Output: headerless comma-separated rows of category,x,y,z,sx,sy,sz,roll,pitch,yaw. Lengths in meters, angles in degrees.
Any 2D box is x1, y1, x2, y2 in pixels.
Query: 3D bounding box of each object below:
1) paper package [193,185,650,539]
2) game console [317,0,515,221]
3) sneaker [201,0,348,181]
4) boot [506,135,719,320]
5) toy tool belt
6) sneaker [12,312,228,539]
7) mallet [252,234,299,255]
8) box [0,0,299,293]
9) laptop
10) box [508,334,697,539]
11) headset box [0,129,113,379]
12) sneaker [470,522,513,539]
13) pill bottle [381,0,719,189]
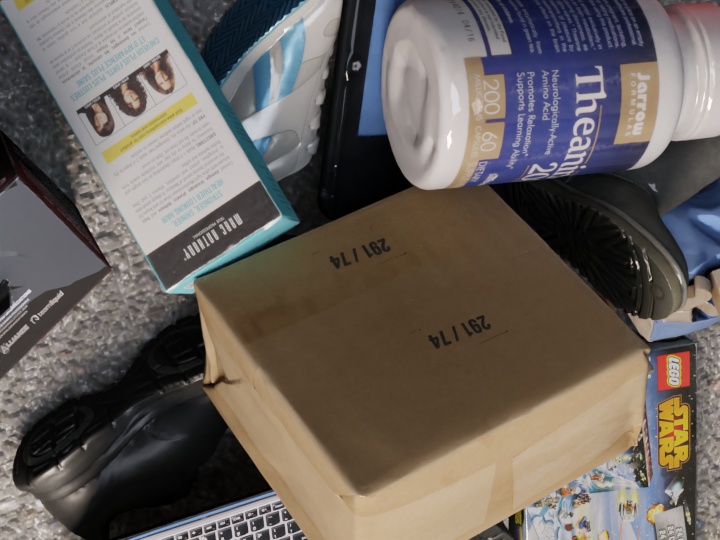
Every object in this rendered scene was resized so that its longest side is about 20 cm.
paper package,0.031,0.056,0.887,0.199,0.191,0.104,-25,143,-22
game console,0.059,-0.131,0.967,0.176,0.031,0.201,-7,114,-38
sneaker,-0.056,-0.114,0.956,0.081,0.077,0.200,33,98,-30
boot,0.215,-0.063,0.985,0.199,0.182,0.073,-24,129,-18
toy tool belt,0.223,-0.010,1.030,0.199,0.123,0.125,-20,69,-15
sneaker,-0.123,0.099,0.991,0.199,0.076,0.091,-32,120,0
mallet,0.000,0.000,0.997,0.199,0.041,0.066,-4,104,-28
box,-0.122,-0.092,0.893,0.082,0.049,0.201,-32,83,9
laptop,-0.082,0.202,0.973,0.186,0.116,0.201,-15,116,-21
box,0.174,0.151,1.106,0.136,0.040,0.202,-7,105,-15
headset box,-0.225,0.009,0.860,0.149,0.200,0.077,-45,112,-3
sneaker,0.054,0.144,1.017,0.075,0.091,0.201,-15,146,-8
pill bottle,0.121,-0.111,0.909,0.199,0.111,0.112,-7,105,-18
